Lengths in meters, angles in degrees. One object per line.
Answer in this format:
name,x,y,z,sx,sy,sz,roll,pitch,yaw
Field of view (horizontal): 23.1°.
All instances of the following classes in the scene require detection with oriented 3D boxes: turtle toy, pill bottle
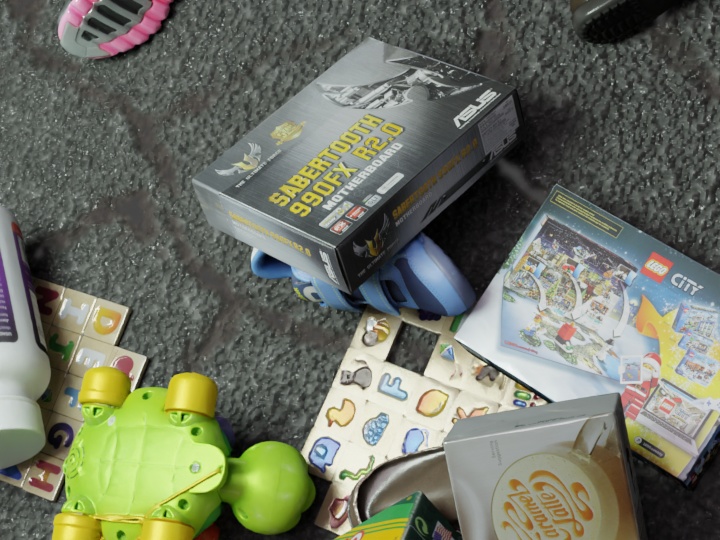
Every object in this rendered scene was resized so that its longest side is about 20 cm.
turtle toy,-0.133,0.154,1.309,0.199,0.101,0.146,2,72,24
pill bottle,-0.310,0.054,1.408,0.111,0.111,0.201,-24,64,14

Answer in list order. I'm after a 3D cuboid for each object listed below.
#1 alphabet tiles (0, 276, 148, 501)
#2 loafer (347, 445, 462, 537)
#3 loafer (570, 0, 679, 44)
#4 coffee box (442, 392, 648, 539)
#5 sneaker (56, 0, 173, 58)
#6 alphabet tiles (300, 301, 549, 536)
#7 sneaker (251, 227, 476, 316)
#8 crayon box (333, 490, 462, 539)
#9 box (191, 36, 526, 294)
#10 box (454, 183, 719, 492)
alphabet tiles,-0.272,0.091,1.445,0.199,0.006,0.167,16,78,27
loafer,0.081,0.146,1.227,0.199,0.071,0.073,-15,70,13
loafer,0.238,-0.246,1.305,0.199,0.073,0.072,-27,65,13
coffee box,0.131,0.191,1.142,0.114,0.080,0.201,-10,94,11
sneaker,-0.193,-0.270,1.513,0.200,0.079,0.095,-50,39,0
alphabet tiles,0.047,0.114,1.299,0.167,0.008,0.201,20,81,28
sneaker,0.000,0.000,1.311,0.200,0.074,0.082,23,64,40
crayon box,-0.032,0.242,1.194,0.200,0.127,0.051,-35,103,27
box,0.000,-0.084,1.304,0.158,0.048,0.200,26,57,39
box,0.185,0.045,1.241,0.200,0.038,0.137,32,84,27
